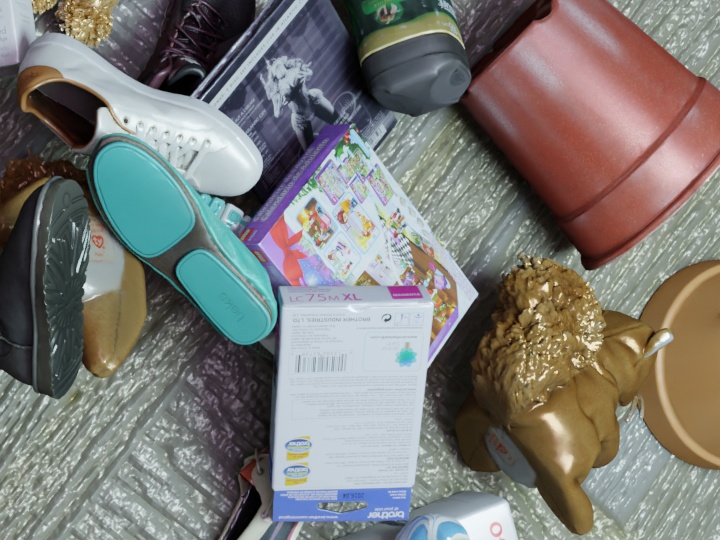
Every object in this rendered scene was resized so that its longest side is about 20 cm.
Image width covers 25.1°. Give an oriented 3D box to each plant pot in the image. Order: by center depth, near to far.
[{"bbox_3d":[0.200,-0.140,1.412,0.195,0.201,0.201,45,73,-6],"label":"plant pot"},{"bbox_3d":[0.370,0.086,1.489,0.199,0.140,0.201,1,87,-22],"label":"plant pot"}]

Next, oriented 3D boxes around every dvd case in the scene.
[{"bbox_3d":[-0.051,-0.131,1.337,0.149,0.016,0.200,-52,142,-15],"label":"dvd case"}]

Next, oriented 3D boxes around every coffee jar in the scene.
[{"bbox_3d":[0.029,-0.233,1.357,0.085,0.104,0.201,-18,77,13],"label":"coffee jar"}]

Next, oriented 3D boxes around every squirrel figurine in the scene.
[{"bbox_3d":[-0.254,-0.001,1.240,0.142,0.186,0.200,51,38,-20],"label":"squirrel figurine"},{"bbox_3d":[0.181,0.084,1.390,0.186,0.141,0.201,-38,128,-25],"label":"squirrel figurine"}]

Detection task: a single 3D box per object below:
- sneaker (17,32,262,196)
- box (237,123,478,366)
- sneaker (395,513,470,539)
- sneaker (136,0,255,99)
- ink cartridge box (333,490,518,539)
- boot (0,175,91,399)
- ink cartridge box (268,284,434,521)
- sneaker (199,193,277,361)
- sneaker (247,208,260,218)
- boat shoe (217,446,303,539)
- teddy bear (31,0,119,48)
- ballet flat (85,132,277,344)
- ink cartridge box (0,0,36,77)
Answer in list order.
[{"bbox_3d":[-0.169,-0.097,1.215,0.199,0.073,0.085,26,34,-15],"label":"sneaker"},{"bbox_3d":[0.000,0.000,1.315,0.200,0.039,0.137,52,59,-28],"label":"box"},{"bbox_3d":[0.061,0.298,1.305,0.072,0.072,0.201,-2,90,-22],"label":"sneaker"},{"bbox_3d":[-0.131,-0.173,1.310,0.075,0.115,0.201,29,78,-15],"label":"sneaker"},{"bbox_3d":[0.044,0.288,1.381,0.199,0.083,0.147,-17,94,-21],"label":"ink cartridge box"},{"bbox_3d":[-0.288,-0.002,1.101,0.199,0.073,0.183,18,119,12],"label":"boot"},{"bbox_3d":[-0.011,0.107,1.281,0.119,0.042,0.201,0,115,-10],"label":"ink cartridge box"},{"bbox_3d":[-0.101,0.016,1.319,0.200,0.091,0.078,50,64,-27],"label":"sneaker"},{"bbox_3d":[-0.016,-0.017,1.373,0.200,0.071,0.080,29,69,-35],"label":"sneaker"},{"bbox_3d":[-0.075,0.185,1.348,0.062,0.071,0.201,23,84,-16],"label":"boat shoe"},{"bbox_3d":[-0.204,-0.280,1.313,0.200,0.067,0.145,-45,106,-17],"label":"teddy bear"},{"bbox_3d":[-0.134,-0.028,1.208,0.067,0.070,0.200,-34,114,10],"label":"ballet flat"},{"bbox_3d":[-0.322,-0.247,1.243,0.116,0.067,0.201,-8,91,4],"label":"ink cartridge box"}]
